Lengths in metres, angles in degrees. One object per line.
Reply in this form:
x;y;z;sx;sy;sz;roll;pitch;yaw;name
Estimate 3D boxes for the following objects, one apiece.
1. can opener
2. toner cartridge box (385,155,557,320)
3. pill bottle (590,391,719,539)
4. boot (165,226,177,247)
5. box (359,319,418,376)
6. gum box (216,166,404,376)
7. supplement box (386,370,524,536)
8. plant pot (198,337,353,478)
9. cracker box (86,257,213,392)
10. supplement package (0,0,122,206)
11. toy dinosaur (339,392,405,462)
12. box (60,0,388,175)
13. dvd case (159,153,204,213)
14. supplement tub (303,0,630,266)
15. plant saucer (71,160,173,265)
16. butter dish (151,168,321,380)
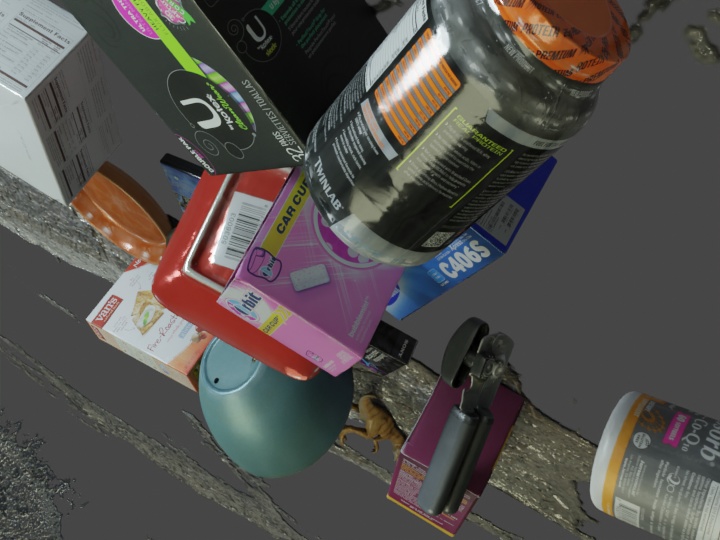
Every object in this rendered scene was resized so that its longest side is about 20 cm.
0.101;0.149;0.928;0.053;0.204;0.066;9;-164;-44;can opener
0.075;-0.030;0.732;0.043;0.096;0.200;37;154;-6;toner cartridge box
0.314;0.193;0.795;0.197;0.117;0.117;18;150;30;pill bottle
-0.218;0.008;1.141;0.095;0.075;0.201;15;150;30;boot
-0.037;0.056;1.038;0.197;0.037;0.143;31;166;-2;box
-0.015;-0.036;0.721;0.112;0.202;0.066;32;153;-9;gum box
0.108;0.215;1.071;0.102;0.132;0.201;27;154;11;supplement box
-0.124;0.136;1.115;0.197;0.203;0.135;15;160;36;plant pot
-0.277;0.070;1.294;0.197;0.135;0.058;22;153;25;cracker box
-0.364;-0.196;0.974;0.154;0.112;0.201;30;154;9;supplement package
0.014;0.207;1.282;0.104;0.061;0.201;-7;143;21;toy dinosaur
-0.099;-0.187;0.648;0.147;0.125;0.201;1;140;49;box
-0.153;-0.047;1.077;0.140;0.018;0.202;23;151;23;dvd case
0.060;-0.101;0.551;0.122;0.123;0.200;39;133;-10;supplement tub
-0.325;-0.086;1.209;0.198;0.033;0.202;28;153;16;plant saucer
-0.067;-0.016;0.873;0.197;0.203;0.148;25;177;18;butter dish
